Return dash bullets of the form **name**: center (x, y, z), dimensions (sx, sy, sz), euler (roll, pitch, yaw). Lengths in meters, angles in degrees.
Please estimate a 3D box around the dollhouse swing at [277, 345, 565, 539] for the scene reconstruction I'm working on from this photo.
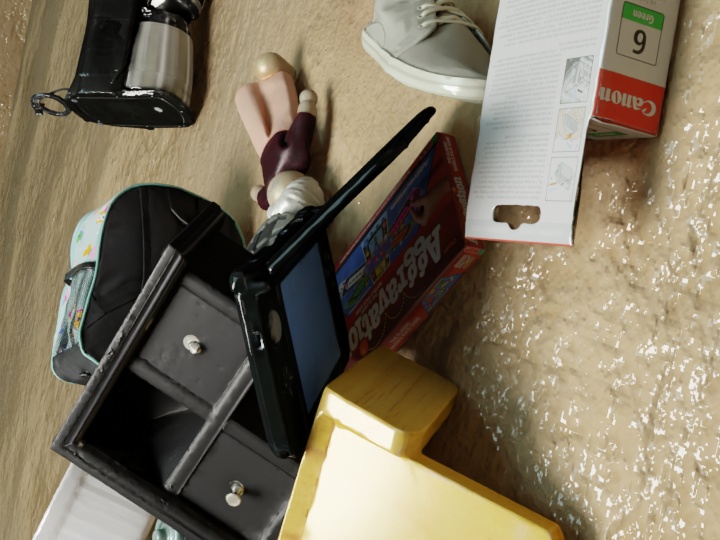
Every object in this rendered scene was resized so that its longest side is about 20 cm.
- **dollhouse swing**: center (0.042, 0.182, 0.689), dimensions (0.182, 0.175, 0.201), euler (-25, -47, -72)

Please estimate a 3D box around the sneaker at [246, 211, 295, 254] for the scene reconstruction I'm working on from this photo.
- **sneaker**: center (-0.079, 0.026, 0.933), dimensions (0.200, 0.079, 0.076), euler (-53, 11, 45)

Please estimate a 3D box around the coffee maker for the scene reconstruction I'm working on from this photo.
- **coffee maker**: center (-0.282, -0.283, 1.305), dimensions (0.135, 0.191, 0.201), euler (134, 142, -72)

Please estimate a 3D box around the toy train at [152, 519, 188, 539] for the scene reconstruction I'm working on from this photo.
- **toy train**: center (-0.115, 0.193, 0.944), dimensions (0.114, 0.085, 0.201), euler (25, 104, 53)

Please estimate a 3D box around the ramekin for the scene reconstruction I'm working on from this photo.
- **ramekin**: center (-0.263, 0.250, 1.118), dimensions (0.201, 0.097, 0.201), euler (-63, 6, 12)

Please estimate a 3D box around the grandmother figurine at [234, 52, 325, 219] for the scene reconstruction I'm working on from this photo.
- **grandmother figurine**: center (-0.073, -0.106, 0.987), dimensions (0.200, 0.060, 0.122), euler (-107, 29, -47)

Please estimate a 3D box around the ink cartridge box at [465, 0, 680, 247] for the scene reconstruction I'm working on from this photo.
- **ink cartridge box**: center (0.121, -0.112, 0.622), dimensions (0.109, 0.050, 0.201), euler (9, 90, 63)

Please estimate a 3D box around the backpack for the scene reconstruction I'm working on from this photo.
- **backpack**: center (-0.203, 0.023, 1.067), dimensions (0.153, 0.175, 0.201), euler (-18, 61, 55)

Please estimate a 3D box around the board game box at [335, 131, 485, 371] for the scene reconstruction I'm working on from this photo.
- **board game box**: center (0.022, 0.003, 0.806), dimensions (0.200, 0.019, 0.103), euler (-52, 39, 42)

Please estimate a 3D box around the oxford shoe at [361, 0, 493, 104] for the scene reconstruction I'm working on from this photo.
- **oxford shoe**: center (0.051, -0.156, 0.748), dimensions (0.200, 0.075, 0.058), euler (-125, 49, -60)

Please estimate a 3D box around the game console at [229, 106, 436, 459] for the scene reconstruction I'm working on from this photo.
- **game console**: center (0.000, 0.000, 0.706), dimensions (0.200, 0.116, 0.177), euler (-55, -45, -73)

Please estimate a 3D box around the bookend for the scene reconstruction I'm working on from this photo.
- **bookend**: center (-0.086, 0.095, 0.800), dimensions (0.199, 0.200, 0.092), euler (-54, 3, 25)
